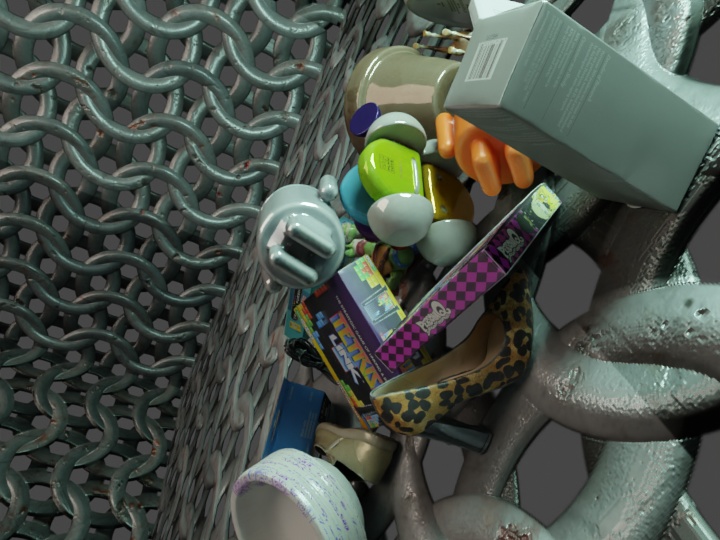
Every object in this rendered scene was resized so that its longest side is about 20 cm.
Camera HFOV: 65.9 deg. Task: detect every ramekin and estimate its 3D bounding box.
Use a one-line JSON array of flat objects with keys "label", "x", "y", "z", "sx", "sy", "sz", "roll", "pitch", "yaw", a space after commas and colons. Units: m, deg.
[{"label": "ramekin", "x": 0.156, "y": -0.467, "z": 0.897, "sx": 0.202, "sy": 0.198, "sz": 0.096, "roll": -143, "pitch": 64, "yaw": -70}]

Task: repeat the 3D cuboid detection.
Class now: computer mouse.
[{"label": "computer mouse", "x": -0.046, "y": 0.090, "z": 0.995, "sx": 0.203, "sy": 0.137, "sz": 0.053, "roll": -65, "pitch": 16, "yaw": -20}]

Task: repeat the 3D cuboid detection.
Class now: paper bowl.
[{"label": "paper bowl", "x": -0.073, "y": 0.337, "z": 0.744, "sx": 0.198, "sy": 0.104, "sz": 0.205, "roll": 13, "pitch": 111, "yaw": 36}]

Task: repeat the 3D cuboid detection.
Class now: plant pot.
[{"label": "plant pot", "x": 0.098, "y": -0.260, "z": 0.879, "sx": 0.173, "sy": 0.198, "sz": 0.204, "roll": 15, "pitch": 84, "yaw": 54}]

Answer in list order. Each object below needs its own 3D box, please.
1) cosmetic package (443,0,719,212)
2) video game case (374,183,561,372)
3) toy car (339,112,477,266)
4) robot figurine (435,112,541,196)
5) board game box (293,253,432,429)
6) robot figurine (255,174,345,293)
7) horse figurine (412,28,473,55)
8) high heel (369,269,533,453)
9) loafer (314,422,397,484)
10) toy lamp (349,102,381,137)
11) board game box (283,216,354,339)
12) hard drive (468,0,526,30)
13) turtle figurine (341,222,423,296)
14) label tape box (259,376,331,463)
[{"label": "cosmetic package", "x": 0.182, "y": -0.130, "z": 0.468, "sx": 0.092, "sy": 0.197, "sz": 0.107, "roll": -67, "pitch": 22, "yaw": 8}, {"label": "video game case", "x": 0.117, "y": 0.008, "z": 0.610, "sx": 0.181, "sy": 0.036, "sz": 0.200, "roll": -39, "pitch": -8, "yaw": -47}, {"label": "toy car", "x": 0.056, "y": -0.094, "z": 0.749, "sx": 0.149, "sy": 0.198, "sz": 0.178, "roll": -27, "pitch": 56, "yaw": 41}, {"label": "robot figurine", "x": 0.173, "y": -0.189, "z": 0.681, "sx": 0.144, "sy": 0.115, "sz": 0.203, "roll": 131, "pitch": 151, "yaw": -50}, {"label": "board game box", "x": 0.007, "y": 0.102, "z": 0.732, "sx": 0.056, "sy": 0.202, "sz": 0.165, "roll": -29, "pitch": -5, "yaw": -32}, {"label": "robot figurine", "x": -0.081, "y": -0.048, "z": 0.734, "sx": 0.171, "sy": 0.112, "sz": 0.200, "roll": -52, "pitch": 18, "yaw": 11}, {"label": "horse figurine", "x": 0.173, "y": -0.361, "z": 0.878, "sx": 0.200, "sy": 0.130, "sz": 0.051, "roll": -133, "pitch": 43, "yaw": -61}, {"label": "high heel", "x": 0.097, "y": 0.078, "z": 0.567, "sx": 0.203, "sy": 0.140, "sz": 0.071, "roll": -70, "pitch": 20, "yaw": -3}, {"label": "loafer", "x": -0.021, "y": 0.265, "z": 0.801, "sx": 0.199, "sy": 0.075, "sz": 0.069, "roll": -30, "pitch": 37, "yaw": 61}, {"label": "toy lamp", "x": 0.067, "y": -0.169, "z": 0.823, "sx": 0.058, "sy": 0.199, "sz": 0.059, "roll": -20, "pitch": 55, "yaw": 33}, {"label": "board game box", "x": -0.072, "y": 0.020, "z": 1.037, "sx": 0.151, "sy": 0.046, "sz": 0.202, "roll": -42, "pitch": -27, "yaw": -46}, {"label": "hard drive", "x": 0.200, "y": -0.258, "z": 0.647, "sx": 0.027, "sy": 0.129, "sz": 0.202, "roll": 107, "pitch": 169, "yaw": -46}, {"label": "turtle figurine", "x": 0.000, "y": 0.000, "z": 0.891, "sx": 0.201, "sy": 0.143, "sz": 0.194, "roll": -53, "pitch": 8, "yaw": -7}, {"label": "label tape box", "x": -0.100, "y": 0.269, "z": 0.910, "sx": 0.201, "sy": 0.062, "sz": 0.147, "roll": 84, "pitch": -162, "yaw": -69}]
